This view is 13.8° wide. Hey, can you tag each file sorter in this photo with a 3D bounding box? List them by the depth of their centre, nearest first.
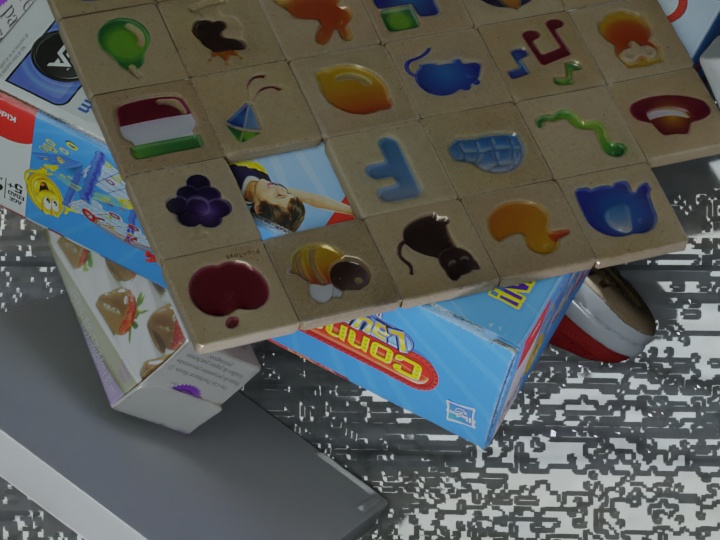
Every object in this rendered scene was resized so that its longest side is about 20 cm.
[{"bbox_3d":[-0.100,0.102,1.020,0.139,0.200,0.125,36,103,7],"label":"file sorter"}]

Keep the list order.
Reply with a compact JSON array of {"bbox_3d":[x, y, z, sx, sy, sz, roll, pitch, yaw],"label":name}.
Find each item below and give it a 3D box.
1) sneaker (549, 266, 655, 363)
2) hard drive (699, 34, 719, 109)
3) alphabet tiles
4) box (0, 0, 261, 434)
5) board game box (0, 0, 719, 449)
[{"bbox_3d":[0.000,0.000,1.059,0.200,0.071,0.113,36,94,15],"label":"sneaker"},{"bbox_3d":[0.204,0.004,0.970,0.132,0.027,0.200,-6,119,42],"label":"hard drive"},{"bbox_3d":[0.013,-0.059,0.956,0.199,0.008,0.167,-11,55,-21],"label":"alphabet tiles"},{"bbox_3d":[-0.090,-0.033,1.038,0.039,0.041,0.200,-41,52,21],"label":"box"},{"bbox_3d":[0.000,-0.066,0.999,0.195,0.200,0.056,27,142,9],"label":"board game box"}]
